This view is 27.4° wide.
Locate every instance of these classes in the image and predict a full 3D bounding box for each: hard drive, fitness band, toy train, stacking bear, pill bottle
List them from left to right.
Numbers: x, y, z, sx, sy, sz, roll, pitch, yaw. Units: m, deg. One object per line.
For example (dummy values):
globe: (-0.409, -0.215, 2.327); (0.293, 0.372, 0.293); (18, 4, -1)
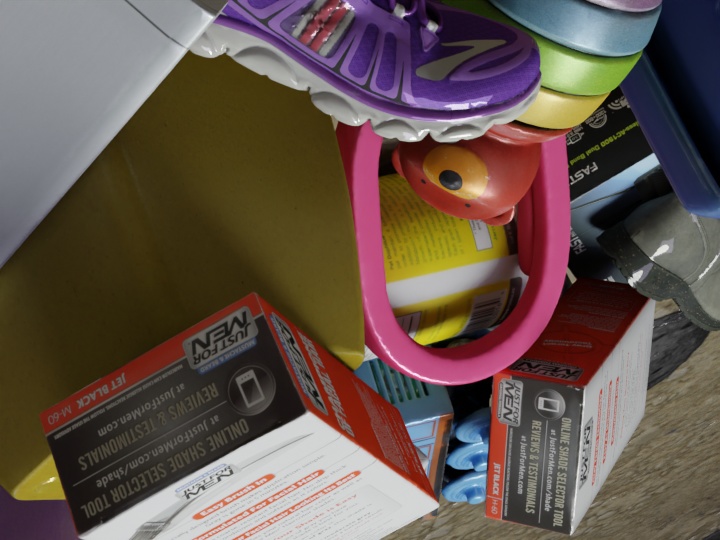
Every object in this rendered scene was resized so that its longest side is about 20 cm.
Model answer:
hard drive: (-0.165, -0.084, 0.607); (0.200, 0.132, 0.027); (-43, -166, 30)
pill bottle: (0.000, 0.000, 0.912); (0.199, 0.110, 0.109); (-13, 151, -27)
toy train: (0.042, 0.108, 1.025); (0.114, 0.087, 0.200); (-11, 151, -8)
fitness band: (0.053, -0.032, 0.848); (0.143, 0.037, 0.201); (-13, 108, -26)
stacking bear: (0.083, -0.112, 0.745); (0.200, 0.121, 0.114); (-62, -178, 32)

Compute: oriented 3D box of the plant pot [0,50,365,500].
plant pot: (-0.113, 0.005, 0.740); (0.200, 0.177, 0.200); (-41, 151, 28)

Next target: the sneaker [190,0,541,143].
sneaker: (-0.009, -0.120, 0.644); (0.199, 0.081, 0.084); (19, 130, -9)

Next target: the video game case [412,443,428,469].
video game case: (-0.037, 0.191, 0.856); (0.200, 0.022, 0.182); (-48, 171, -13)

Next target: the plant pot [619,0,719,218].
plant pot: (0.251, -0.132, 0.817); (0.199, 0.201, 0.180); (0, 149, -44)

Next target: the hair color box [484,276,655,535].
hair color box: (0.141, 0.082, 0.970); (0.200, 0.061, 0.102); (-36, 131, -62)

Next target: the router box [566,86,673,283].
router box: (0.196, -0.062, 1.035); (0.149, 0.062, 0.200); (-31, 154, 10)

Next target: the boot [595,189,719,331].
boot: (0.254, -0.029, 1.009); (0.131, 0.068, 0.200); (-43, 152, 18)

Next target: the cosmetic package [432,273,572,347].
cosmetic package: (0.044, 0.040, 1.068); (0.200, 0.074, 0.102); (-40, 150, 22)

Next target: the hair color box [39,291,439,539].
hair color box: (-0.047, 0.090, 0.684); (0.111, 0.064, 0.200); (-29, 155, 7)

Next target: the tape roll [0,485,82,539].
tape roll: (-0.182, 0.186, 0.790); (0.199, 0.066, 0.201); (-5, 142, -4)
